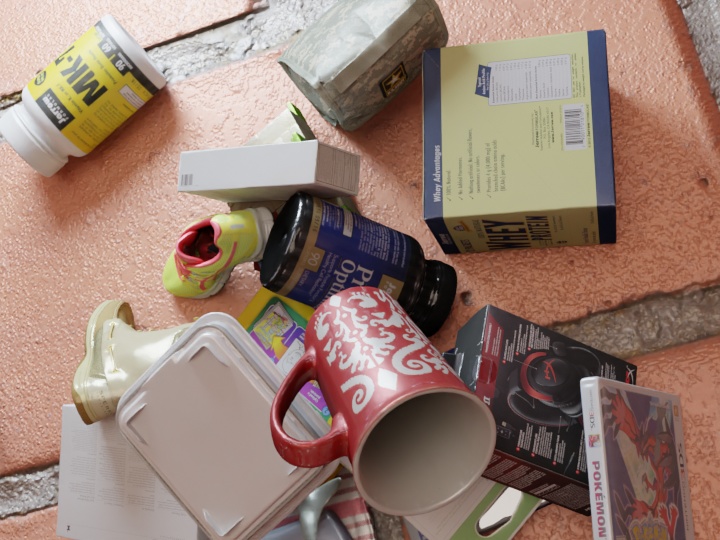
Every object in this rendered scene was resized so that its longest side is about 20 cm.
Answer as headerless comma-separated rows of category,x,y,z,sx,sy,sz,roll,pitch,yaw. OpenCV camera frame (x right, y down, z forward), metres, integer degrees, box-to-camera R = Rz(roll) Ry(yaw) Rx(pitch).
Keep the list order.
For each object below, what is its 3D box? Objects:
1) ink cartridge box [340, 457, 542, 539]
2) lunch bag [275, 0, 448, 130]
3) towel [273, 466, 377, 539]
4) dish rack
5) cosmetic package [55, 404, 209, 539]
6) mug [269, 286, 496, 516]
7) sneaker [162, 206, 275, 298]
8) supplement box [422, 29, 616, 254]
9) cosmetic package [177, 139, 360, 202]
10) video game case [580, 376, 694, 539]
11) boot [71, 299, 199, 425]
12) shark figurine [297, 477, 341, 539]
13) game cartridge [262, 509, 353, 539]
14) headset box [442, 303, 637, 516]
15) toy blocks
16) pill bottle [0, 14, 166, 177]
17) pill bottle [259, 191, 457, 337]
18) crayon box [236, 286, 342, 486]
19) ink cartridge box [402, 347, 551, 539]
ink cartridge box,0.087,0.197,1.044,0.200,0.048,0.146,42,85,-3
lunch bag,0.005,-0.249,1.149,0.164,0.200,0.118,-41,108,1
towel,-0.049,0.301,1.110,0.145,0.030,0.202,-18,70,12
dish rack,-0.136,0.161,0.976,0.172,0.044,0.200,-43,84,12
cosmetic package,-0.250,0.233,1.138,0.198,0.052,0.153,1,85,26
mug,0.008,0.102,0.924,0.134,0.176,0.200,-62,30,18
sneaker,-0.186,-0.023,1.169,0.199,0.090,0.079,-32,71,43
supplement box,0.176,-0.136,1.111,0.197,0.134,0.202,-3,74,14
cosmetic package,-0.103,-0.108,1.116,0.198,0.082,0.051,0,82,35
video game case,0.270,0.203,0.961,0.023,0.199,0.184,-13,72,37
boot,-0.239,0.086,1.159,0.154,0.073,0.201,-16,28,6
shark figurine,-0.123,0.188,1.032,0.128,0.089,0.216,-27,98,46
game cartridge,-0.046,0.363,1.057,0.132,0.041,0.202,-25,69,14
headset box,0.168,0.136,1.001,0.198,0.075,0.150,22,58,-13
toy blocks,-0.095,-0.088,1.202,0.136,0.100,0.201,-36,64,14
pill bottle,-0.357,-0.220,1.290,0.200,0.114,0.115,-41,69,1
pill bottle,0.000,0.000,1.094,0.198,0.112,0.113,21,79,-17
crayon box,-0.071,0.123,1.133,0.199,0.058,0.173,36,88,32
ink cartridge box,0.116,0.179,1.090,0.198,0.041,0.202,-26,70,7
